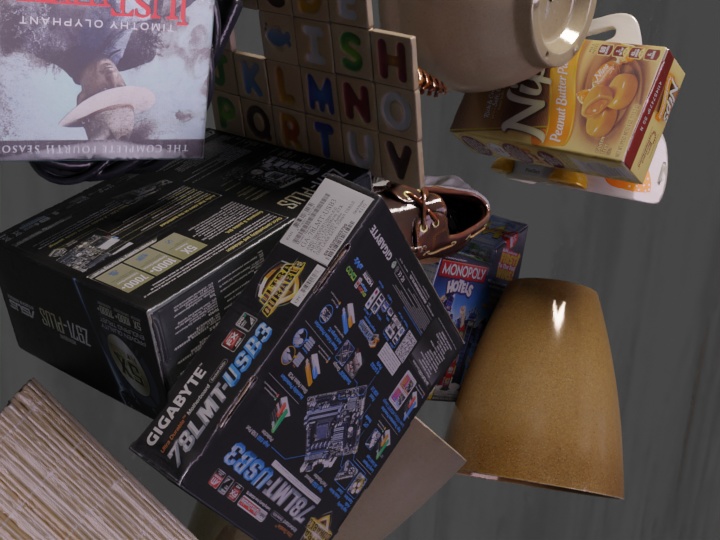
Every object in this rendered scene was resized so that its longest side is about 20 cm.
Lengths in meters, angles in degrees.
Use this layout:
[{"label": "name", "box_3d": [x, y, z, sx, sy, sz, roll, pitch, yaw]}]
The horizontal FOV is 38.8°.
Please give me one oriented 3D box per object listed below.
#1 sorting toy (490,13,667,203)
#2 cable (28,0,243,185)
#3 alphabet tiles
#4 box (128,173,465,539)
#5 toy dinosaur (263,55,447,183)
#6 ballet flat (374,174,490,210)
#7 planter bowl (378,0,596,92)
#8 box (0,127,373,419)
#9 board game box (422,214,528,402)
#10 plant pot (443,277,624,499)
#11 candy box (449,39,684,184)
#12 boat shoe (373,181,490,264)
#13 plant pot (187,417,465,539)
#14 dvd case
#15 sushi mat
[{"label": "sorting toy", "box_3d": [0.225, -0.176, 1.066, 0.106, 0.200, 0.182, 8, 96, -31]}, {"label": "cable", "box_3d": [-0.157, -0.147, 0.621, 0.163, 0.051, 0.201, 22, 99, -44]}, {"label": "alphabet tiles", "box_3d": [-0.038, -0.122, 0.689, 0.008, 0.199, 0.168, -32, 129, -38]}, {"label": "box", "box_3d": [-0.026, 0.075, 0.647, 0.199, 0.049, 0.200, -54, 146, -13]}, {"label": "toy dinosaur", "box_3d": [0.000, -0.138, 0.829, 0.198, 0.102, 0.137, -12, 95, -20]}, {"label": "ballet flat", "box_3d": [0.057, -0.057, 0.963, 0.199, 0.069, 0.070, -12, 115, -50]}, {"label": "planter bowl", "box_3d": [0.129, -0.251, 0.915, 0.200, 0.134, 0.202, -28, 126, -45]}, {"label": "box", "box_3d": [-0.110, -0.007, 0.676, 0.200, 0.163, 0.087, -36, 131, -40]}, {"label": "board game box", "box_3d": [0.099, 0.033, 1.063, 0.199, 0.061, 0.202, 14, 93, -55]}, {"label": "plant pot", "box_3d": [0.183, 0.116, 1.028, 0.186, 0.185, 0.202, 26, 71, -54]}, {"label": "candy box", "box_3d": [0.195, -0.161, 0.985, 0.055, 0.199, 0.116, 31, 80, -49]}, {"label": "boat shoe", "box_3d": [0.040, -0.042, 0.827, 0.200, 0.070, 0.071, -11, 75, -59]}, {"label": "plant pot", "box_3d": [-0.048, 0.174, 0.839, 0.200, 0.187, 0.187, -50, 142, -5]}, {"label": "dvd case", "box_3d": [-0.150, -0.162, 0.582, 0.145, 0.022, 0.202, -4, 113, -33]}, {"label": "sushi mat", "box_3d": [-0.193, 0.176, 0.709, 0.200, 0.012, 0.096, 52, 59, -23]}]
